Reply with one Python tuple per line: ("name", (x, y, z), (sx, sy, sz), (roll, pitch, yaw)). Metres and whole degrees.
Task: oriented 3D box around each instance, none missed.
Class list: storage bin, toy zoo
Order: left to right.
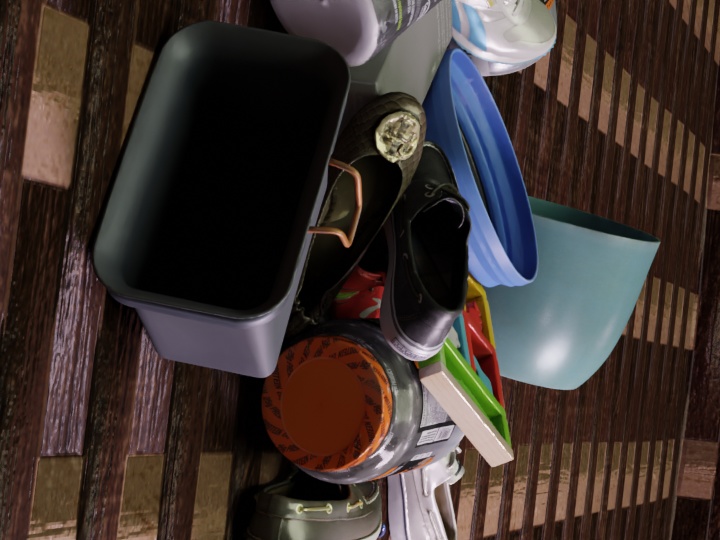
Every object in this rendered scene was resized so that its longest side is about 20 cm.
("storage bin", (-0.071, -0.033, 1.311), (0.135, 0.144, 0.201), (84, 19, -62))
("toy zoo", (0.071, 0.036, 1.593), (0.131, 0.020, 0.201), (52, 24, -44))

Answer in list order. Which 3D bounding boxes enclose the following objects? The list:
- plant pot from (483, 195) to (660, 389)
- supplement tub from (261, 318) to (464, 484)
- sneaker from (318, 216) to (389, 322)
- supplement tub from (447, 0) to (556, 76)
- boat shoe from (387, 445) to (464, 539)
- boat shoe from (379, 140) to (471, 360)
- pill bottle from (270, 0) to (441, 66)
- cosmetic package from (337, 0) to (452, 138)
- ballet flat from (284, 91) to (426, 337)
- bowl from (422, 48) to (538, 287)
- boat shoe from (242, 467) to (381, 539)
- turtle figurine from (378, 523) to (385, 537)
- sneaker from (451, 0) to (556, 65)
("plant pot", (0.171, 0.021, 1.992), (0.200, 0.199, 0.162), (-7, 114, -72))
("supplement tub", (0.005, 0.097, 1.567), (0.200, 0.122, 0.124), (4, 92, -70))
("sneaker", (0.000, 0.000, 1.605), (0.200, 0.084, 0.078), (56, 43, -63))
("supplement tub", (0.104, -0.279, 1.783), (0.123, 0.122, 0.201), (-67, 155, -43))
("boat shoe", (0.061, 0.170, 1.875), (0.071, 0.069, 0.201), (-56, 147, -56))
("boat shoe", (0.052, -0.029, 1.511), (0.066, 0.070, 0.201), (-47, -156, 42))
("pill bottle", (0.031, -0.240, 1.495), (0.200, 0.106, 0.107), (-42, 139, -34))
("cosmetic package", (0.005, -0.165, 1.570), (0.107, 0.089, 0.201), (83, 19, -44))
("ballet flat", (-0.010, -0.036, 1.486), (0.201, 0.067, 0.046), (-58, -153, 14))
("bowl", (0.093, -0.081, 1.688), (0.201, 0.039, 0.202), (-18, 90, -74))
("boat shoe", (-0.030, 0.181, 1.588), (0.201, 0.072, 0.061), (-19, 121, -67))
("turtle figurine", (0.009, 0.310, 1.642), (0.194, 0.143, 0.202), (-18, 109, -67))
("sneaker", (0.094, -0.239, 1.675), (0.199, 0.081, 0.077), (33, 49, -30))
